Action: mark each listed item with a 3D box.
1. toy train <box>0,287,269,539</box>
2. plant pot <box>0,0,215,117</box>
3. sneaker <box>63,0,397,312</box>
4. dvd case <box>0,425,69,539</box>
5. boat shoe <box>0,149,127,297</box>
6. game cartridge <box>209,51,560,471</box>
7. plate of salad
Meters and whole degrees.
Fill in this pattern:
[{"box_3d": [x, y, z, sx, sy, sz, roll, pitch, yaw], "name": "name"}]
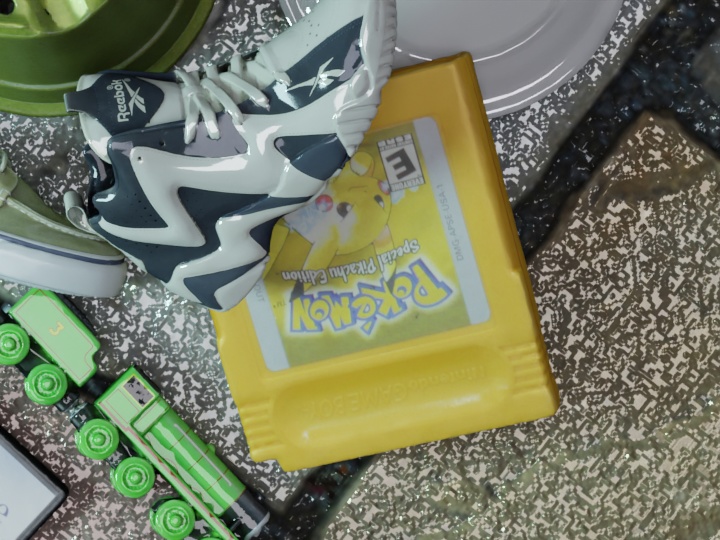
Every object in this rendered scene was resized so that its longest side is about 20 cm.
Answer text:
[{"box_3d": [-0.126, 0.088, 1.210, 0.056, 0.042, 0.200, -44, 96, -10], "name": "toy train"}, {"box_3d": [-0.165, -0.178, 1.107, 0.198, 0.190, 0.202, 0, 94, -4], "name": "plant pot"}, {"box_3d": [-0.077, -0.082, 1.100, 0.129, 0.080, 0.199, 23, 121, -27], "name": "sneaker"}, {"box_3d": [-0.278, 0.147, 1.213, 0.143, 0.018, 0.200, 43, 91, -6], "name": "dvd case"}, {"box_3d": [-0.215, -0.041, 1.175, 0.199, 0.072, 0.062, 20, 96, -3], "name": "boat shoe"}, {"box_3d": [0.000, 0.000, 1.184, 0.175, 0.032, 0.202, -13, 101, 13], "name": "game cartridge"}, {"box_3d": [0.048, -0.179, 1.193, 0.198, 0.048, 0.202, 0, 86, -4], "name": "plate of salad"}]
